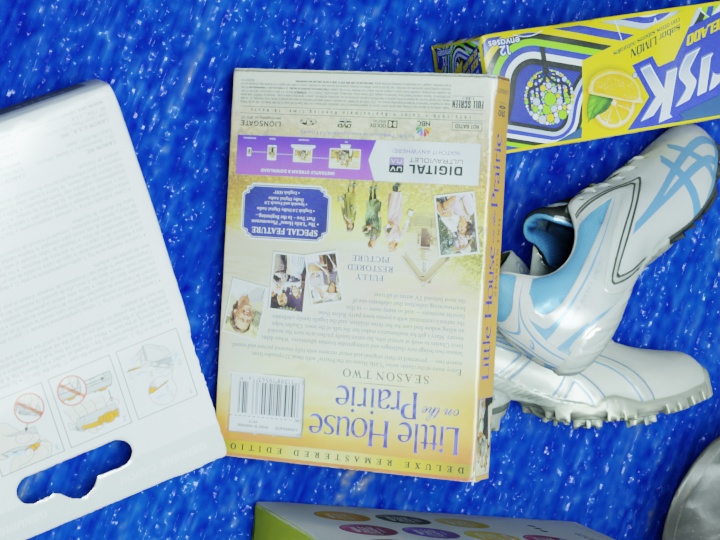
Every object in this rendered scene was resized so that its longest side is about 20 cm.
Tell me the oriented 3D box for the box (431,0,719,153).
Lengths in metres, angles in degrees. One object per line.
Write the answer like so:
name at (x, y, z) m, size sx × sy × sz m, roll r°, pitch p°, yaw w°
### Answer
box at (0.145, -0.107, 1.063) m, size 0.199 × 0.070 × 0.065 m, roll -11°, pitch 96°, yaw -20°

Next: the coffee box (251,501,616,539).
coffee box at (0.052, 0.235, 0.974) m, size 0.197 × 0.200 × 0.201 m, roll 7°, pitch 91°, yaw -20°

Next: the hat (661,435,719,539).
hat at (0.257, 0.149, 1.112) m, size 0.199 × 0.081 × 0.202 m, roll -1°, pitch 97°, yaw -8°

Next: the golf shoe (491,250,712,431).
golf shoe at (0.100, 0.038, 1.053) m, size 0.199 × 0.078 × 0.098 m, roll 1°, pitch 86°, yaw -22°

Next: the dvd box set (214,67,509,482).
dvd box set at (0.000, 0.000, 0.988) m, size 0.145 × 0.029 × 0.201 m, roll 3°, pitch 91°, yaw 23°

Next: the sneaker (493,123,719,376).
sneaker at (0.132, -0.026, 1.035) m, size 0.072 × 0.072 × 0.200 m, roll 43°, pitch 49°, yaw -2°

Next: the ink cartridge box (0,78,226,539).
ink cartridge box at (-0.169, 0.025, 0.970) m, size 0.161 × 0.050 × 0.201 m, roll -22°, pitch 107°, yaw -19°
